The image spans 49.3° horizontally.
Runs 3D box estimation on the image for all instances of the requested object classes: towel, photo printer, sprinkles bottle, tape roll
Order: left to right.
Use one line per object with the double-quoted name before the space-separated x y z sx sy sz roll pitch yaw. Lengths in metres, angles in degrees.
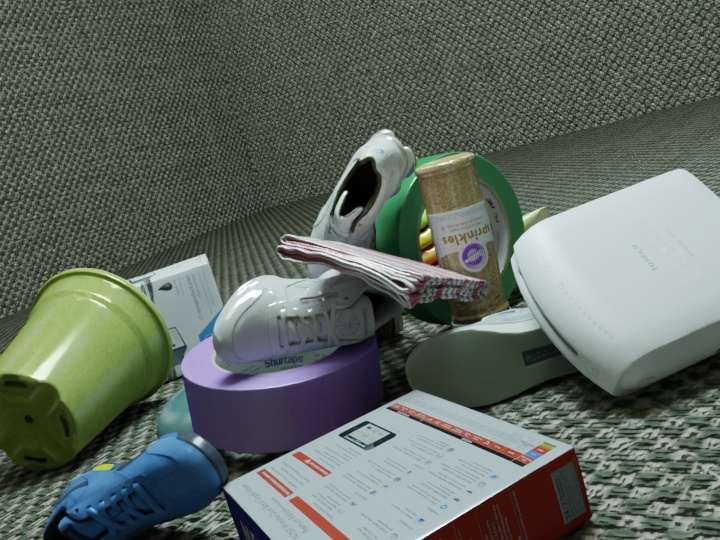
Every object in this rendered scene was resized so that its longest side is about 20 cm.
"tape roll" -0.077 0.106 0.794 0.196 0.067 0.200 -6 16 2
"towel" 0.027 0.002 0.750 0.145 0.030 0.199 18 5 26
"tape roll" 0.111 -0.037 0.933 0.199 0.203 0.048 -24 13 -32
"sprinkles bottle" 0.113 -0.021 0.849 0.067 0.203 0.068 -15 9 3
"photo printer" 0.238 0.008 0.665 0.197 0.070 0.167 -20 52 -14

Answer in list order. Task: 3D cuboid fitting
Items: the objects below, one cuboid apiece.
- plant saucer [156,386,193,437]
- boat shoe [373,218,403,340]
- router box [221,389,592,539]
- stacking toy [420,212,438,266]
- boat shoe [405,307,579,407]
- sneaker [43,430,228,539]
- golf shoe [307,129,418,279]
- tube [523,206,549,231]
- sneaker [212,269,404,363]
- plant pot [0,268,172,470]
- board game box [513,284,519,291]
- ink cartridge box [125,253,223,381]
"plant saucer" -0.148 0.142 0.923 0.197 0.028 0.200 -17 11 3
"boat shoe" 0.000 0.000 0.948 0.059 0.202 0.072 -24 31 -16
"router box" 0.020 0.154 0.528 0.177 0.050 0.199 -22 12 -23
"stacking toy" 0.069 -0.060 1.023 0.109 0.202 0.116 -34 12 -11
"boat shoe" 0.136 0.074 0.721 0.197 0.071 0.072 -12 5 -4
"sneaker" -0.180 0.184 0.613 0.199 0.066 0.078 -26 11 37
"golf shoe" -0.018 -0.057 0.846 0.078 0.202 0.097 32 25 11
"tube" 0.180 -0.027 1.118 0.197 0.053 0.058 -22 -5 12
"sneaker" -0.045 0.040 0.748 0.198 0.076 0.099 -17 18 -34
"plant pot" -0.354 0.129 0.942 0.197 0.203 0.185 -13 22 18
"board game box" 0.203 0.007 1.062 0.197 0.020 0.103 -19 12 -5
"ink cartridge box" -0.293 0.081 1.133 0.197 0.149 0.086 -20 13 -10
